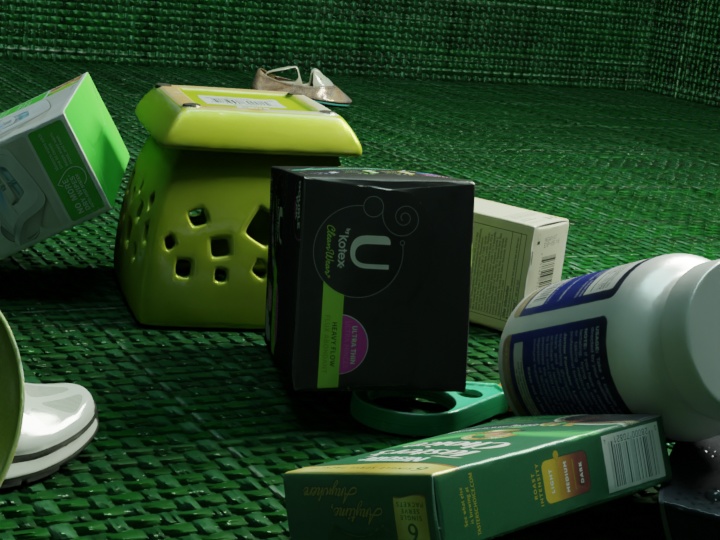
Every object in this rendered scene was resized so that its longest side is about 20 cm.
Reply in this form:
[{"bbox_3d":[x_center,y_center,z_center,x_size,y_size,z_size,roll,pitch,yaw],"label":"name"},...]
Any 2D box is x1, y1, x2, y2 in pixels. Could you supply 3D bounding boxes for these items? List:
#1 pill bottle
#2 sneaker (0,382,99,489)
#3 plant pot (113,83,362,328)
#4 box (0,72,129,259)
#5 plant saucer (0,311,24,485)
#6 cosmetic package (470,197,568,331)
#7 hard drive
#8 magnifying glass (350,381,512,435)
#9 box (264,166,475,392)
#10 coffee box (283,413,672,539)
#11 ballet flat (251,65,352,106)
[{"bbox_3d":[0.182,0.052,0.845,0.115,0.117,0.200,0,-8,-24],"label":"pill bottle"},{"bbox_3d":[-0.230,0.062,0.754,0.075,0.116,0.200,18,18,40],"label":"sneaker"},{"bbox_3d":[-0.108,-0.063,1.171,0.198,0.183,0.199,1,15,-18],"label":"plant pot"},{"bbox_3d":[-0.307,-0.081,1.179,0.175,0.097,0.200,-23,18,3],"label":"box"},{"bbox_3d":[-0.263,0.076,0.649,0.198,0.031,0.201,2,58,-3],"label":"plant saucer"},{"bbox_3d":[0.084,-0.017,1.233,0.199,0.104,0.073,17,17,33],"label":"cosmetic package"},{"bbox_3d":[0.258,0.137,0.821,0.134,0.043,0.200,12,16,20],"label":"hard drive"},{"bbox_3d":[0.086,0.093,0.967,0.198,0.023,0.080,0,15,-27],"label":"magnifying glass"},{"bbox_3d":[0.000,0.000,0.980,0.123,0.150,0.200,1,6,-11],"label":"box"},{"bbox_3d":[0.069,0.116,0.748,0.199,0.044,0.122,-7,-1,-41],"label":"coffee box"},{"bbox_3d":[-0.112,-0.361,2.587,0.198,0.068,0.068,5,14,-5],"label":"ballet flat"}]
